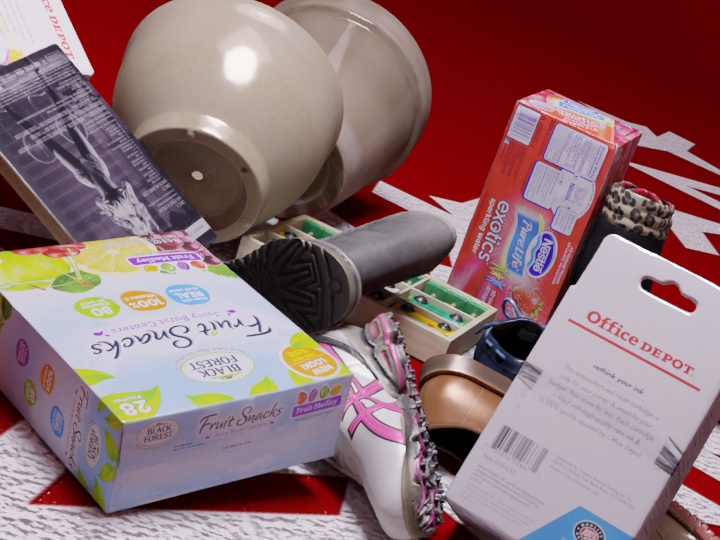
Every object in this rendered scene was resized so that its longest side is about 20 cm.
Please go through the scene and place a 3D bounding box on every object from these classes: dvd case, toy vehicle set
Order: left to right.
[{"bbox_3d":[-0.206,-0.073,1.148,0.200,0.016,0.149,50,30,-2],"label":"dvd case"},{"bbox_3d":[0.007,0.014,1.290,0.198,0.027,0.124,26,19,16],"label":"toy vehicle set"}]

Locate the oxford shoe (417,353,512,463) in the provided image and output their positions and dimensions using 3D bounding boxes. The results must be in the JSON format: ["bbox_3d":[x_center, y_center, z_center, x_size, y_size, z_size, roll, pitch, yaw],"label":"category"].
[{"bbox_3d":[0.126,0.131,1.065,0.198,0.072,0.072,21,47,-5],"label":"oxford shoe"}]

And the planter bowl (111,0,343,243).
[{"bbox_3d":[-0.124,-0.110,1.277,0.198,0.201,0.135,20,42,-2],"label":"planter bowl"}]

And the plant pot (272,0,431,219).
[{"bbox_3d":[-0.046,-0.140,1.455,0.198,0.201,0.174,22,36,4],"label":"plant pot"}]

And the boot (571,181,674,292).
[{"bbox_3d":[0.232,0.005,1.338,0.073,0.155,0.203,24,9,18],"label":"boot"}]

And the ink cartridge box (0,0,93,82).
[{"bbox_3d":[-0.326,-0.172,1.241,0.199,0.125,0.129,2,52,-46],"label":"ink cartridge box"}]

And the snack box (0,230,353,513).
[{"bbox_3d":[-0.130,0.053,0.943,0.167,0.068,0.200,-9,35,-40],"label":"snack box"}]

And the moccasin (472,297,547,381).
[{"bbox_3d":[0.130,0.071,1.196,0.080,0.069,0.200,20,16,-2],"label":"moccasin"}]

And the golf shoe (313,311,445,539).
[{"bbox_3d":[0.001,0.108,0.986,0.091,0.073,0.201,-17,31,0],"label":"golf shoe"}]

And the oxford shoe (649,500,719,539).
[{"bbox_3d":[0.181,0.178,0.987,0.200,0.074,0.071,45,-11,27],"label":"oxford shoe"}]

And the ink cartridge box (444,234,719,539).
[{"bbox_3d":[0.155,0.093,0.954,0.115,0.201,0.067,29,-12,23],"label":"ink cartridge box"}]

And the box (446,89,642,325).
[{"bbox_3d":[0.159,-0.046,1.346,0.099,0.202,0.095,26,21,17],"label":"box"}]

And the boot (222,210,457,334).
[{"bbox_3d":[0.000,-0.002,1.147,0.198,0.074,0.181,-8,6,-40],"label":"boot"}]
